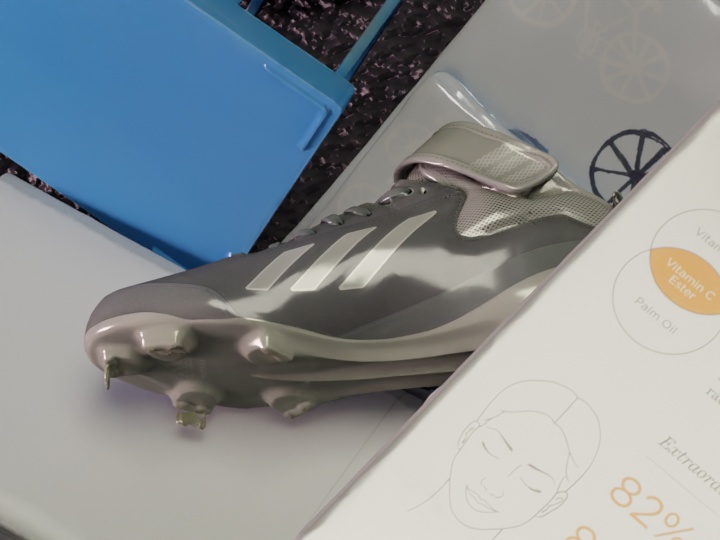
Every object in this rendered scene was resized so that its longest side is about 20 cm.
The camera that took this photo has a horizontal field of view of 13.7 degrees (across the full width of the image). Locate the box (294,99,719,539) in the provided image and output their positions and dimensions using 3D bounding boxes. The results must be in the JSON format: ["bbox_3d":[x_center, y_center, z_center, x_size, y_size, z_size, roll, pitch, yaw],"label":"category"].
[{"bbox_3d":[0.099,0.079,0.908,0.152,0.106,0.200,41,71,15],"label":"box"}]

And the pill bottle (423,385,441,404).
[{"bbox_3d":[0.028,0.137,1.009,0.111,0.111,0.200,18,55,8],"label":"pill bottle"}]

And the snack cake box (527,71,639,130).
[{"bbox_3d":[0.174,-0.054,1.185,0.200,0.067,0.115,24,55,12],"label":"snack cake box"}]

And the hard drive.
[{"bbox_3d":[-0.086,0.057,1.109,0.200,0.026,0.132,29,57,14],"label":"hard drive"}]

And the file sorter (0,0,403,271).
[{"bbox_3d":[-0.088,-0.117,1.138,0.200,0.139,0.123,34,52,-2],"label":"file sorter"}]

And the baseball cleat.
[{"bbox_3d":[0.000,0.000,1.093,0.200,0.070,0.107,0,60,-3],"label":"baseball cleat"}]

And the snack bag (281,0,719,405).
[{"bbox_3d":[0.091,-0.021,1.122,0.189,0.021,0.200,41,94,20],"label":"snack bag"}]
